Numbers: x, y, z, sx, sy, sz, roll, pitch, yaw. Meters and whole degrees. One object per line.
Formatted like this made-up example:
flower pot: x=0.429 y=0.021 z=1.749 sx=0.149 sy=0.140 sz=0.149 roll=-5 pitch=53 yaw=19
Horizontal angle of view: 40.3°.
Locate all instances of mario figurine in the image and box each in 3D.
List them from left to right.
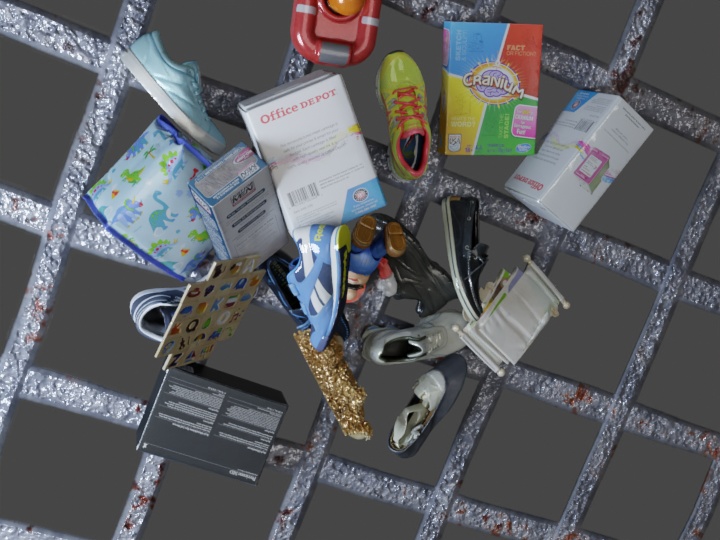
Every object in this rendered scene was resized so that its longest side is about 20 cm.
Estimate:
mario figurine: x=0.000 y=0.000 z=1.473 sx=0.123 sy=0.200 sz=0.106 roll=44 pitch=62 yaw=3

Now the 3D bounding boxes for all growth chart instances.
growth chart: x=0.246 y=0.070 z=1.604 sx=0.200 sy=0.018 sz=0.145 roll=-44 pitch=107 yaw=-19

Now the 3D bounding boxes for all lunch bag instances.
lunch bag: x=-0.268 y=-0.095 z=1.424 sx=0.170 sy=0.127 sz=0.200 roll=-46 pitch=134 yaw=1

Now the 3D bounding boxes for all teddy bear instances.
teddy bear: x=-0.032 y=0.172 z=1.522 sx=0.066 sy=0.145 sz=0.201 roll=-27 pitch=93 yaw=-7

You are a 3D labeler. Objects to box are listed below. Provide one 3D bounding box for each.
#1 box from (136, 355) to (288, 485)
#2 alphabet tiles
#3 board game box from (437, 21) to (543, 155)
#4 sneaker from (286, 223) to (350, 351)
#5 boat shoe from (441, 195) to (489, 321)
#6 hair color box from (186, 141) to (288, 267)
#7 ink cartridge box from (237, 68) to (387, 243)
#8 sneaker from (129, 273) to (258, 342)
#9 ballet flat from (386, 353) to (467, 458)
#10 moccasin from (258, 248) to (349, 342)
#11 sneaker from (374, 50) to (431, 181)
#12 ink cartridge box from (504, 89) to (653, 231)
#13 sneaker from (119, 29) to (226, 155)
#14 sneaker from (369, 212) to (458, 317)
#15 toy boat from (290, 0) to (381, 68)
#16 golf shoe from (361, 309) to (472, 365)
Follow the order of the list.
box: x=-0.232 y=0.233 z=1.532 sx=0.198 sy=0.079 sz=0.142 roll=21 pitch=95 yaw=-17
alphabet tiles: x=-0.218 y=0.061 z=1.439 sx=0.006 sy=0.166 sz=0.201 roll=41 pitch=117 yaw=22
board game box: x=0.201 y=-0.282 z=1.526 sx=0.151 sy=0.040 sz=0.202 roll=-2 pitch=104 yaw=-12
sneaker: x=-0.061 y=0.021 z=1.398 sx=0.081 sy=0.074 sz=0.202 roll=9 pitch=117 yaw=9
boat shoe: x=0.172 y=-0.022 z=1.536 sx=0.062 sy=0.075 sz=0.202 roll=-10 pitch=80 yaw=14
hair color box: x=-0.170 y=-0.081 z=1.396 sx=0.100 sy=0.201 sz=0.060 roll=-39 pitch=65 yaw=-16
ink cartridge box: x=-0.073 y=-0.172 z=1.435 sx=0.145 sy=0.146 sz=0.202 roll=-22 pitch=108 yaw=-6
sneaker: x=-0.245 y=0.054 z=1.470 sx=0.198 sy=0.109 sz=0.071 roll=-13 pitch=106 yaw=-9
ballet flat: x=0.104 y=0.221 z=1.598 sx=0.073 sy=0.073 sz=0.201 roll=27 pitch=104 yaw=-17
moccasin: x=-0.091 y=0.050 z=1.525 sx=0.081 sy=0.068 sz=0.200 roll=-46 pitch=109 yaw=1
sneaker: x=0.074 y=-0.231 z=1.484 sx=0.077 sy=0.090 sz=0.202 roll=-12 pitch=104 yaw=-8
ink cartridge box: x=0.334 y=-0.173 z=1.527 sx=0.084 sy=0.145 sz=0.200 roll=38 pitch=93 yaw=-19
sneaker: x=-0.251 y=-0.258 z=1.414 sx=0.082 sy=0.074 sz=0.200 roll=-41 pitch=109 yaw=3
sneaker: x=0.070 y=-0.005 z=1.549 sx=0.091 sy=0.076 sz=0.200 roll=-41 pitch=106 yaw=6
toy boat: x=-0.025 y=-0.392 z=1.402 sx=0.129 sy=0.131 sz=0.202 roll=5 pitch=102 yaw=-14
golf shoe: x=0.103 y=0.118 z=1.571 sx=0.198 sy=0.097 sz=0.079 roll=-13 pitch=104 yaw=-11
